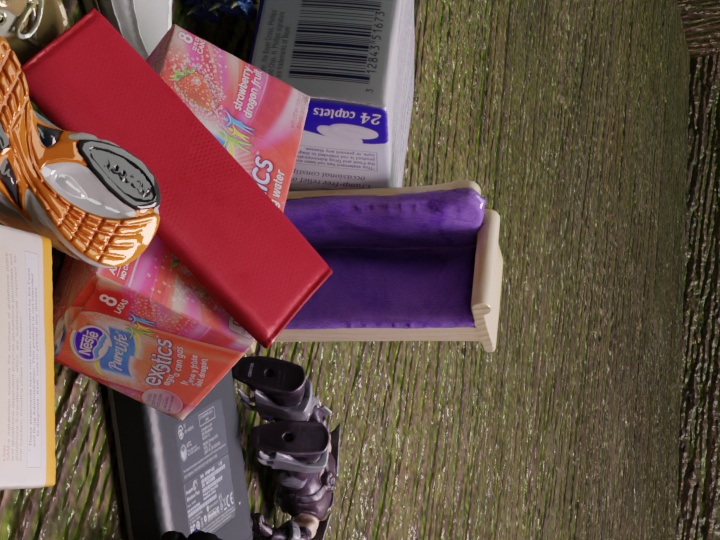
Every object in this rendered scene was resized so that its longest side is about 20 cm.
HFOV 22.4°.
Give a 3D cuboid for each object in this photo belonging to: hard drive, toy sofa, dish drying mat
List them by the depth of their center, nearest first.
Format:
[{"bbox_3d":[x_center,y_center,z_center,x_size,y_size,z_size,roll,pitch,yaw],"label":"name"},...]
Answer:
[{"bbox_3d":[-0.102,-0.051,1.001,0.200,0.018,0.077,48,45,-7],"label":"dish drying mat"},{"bbox_3d":[-0.117,0.094,1.168,0.139,0.033,0.203,-26,111,-70],"label":"hard drive"},{"bbox_3d":[0.000,0.000,1.288,0.098,0.198,0.084,71,23,-53],"label":"toy sofa"}]

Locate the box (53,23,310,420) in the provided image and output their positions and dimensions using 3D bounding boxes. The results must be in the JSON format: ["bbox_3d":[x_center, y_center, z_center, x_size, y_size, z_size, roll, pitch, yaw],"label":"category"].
[{"bbox_3d":[-0.108,-0.031,1.070,0.102,0.095,0.201,27,48,-17],"label":"box"}]

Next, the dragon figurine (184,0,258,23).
[{"bbox_3d":[-0.114,-0.248,1.221,0.200,0.058,0.100,58,32,-57],"label":"dragon figurine"}]

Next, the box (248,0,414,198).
[{"bbox_3d":[-0.018,-0.131,1.340,0.201,0.104,0.186,87,10,-55],"label":"box"}]

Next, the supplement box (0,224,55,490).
[{"bbox_3d":[-0.215,0.037,0.816,0.200,0.073,0.128,20,67,-70],"label":"supplement box"}]

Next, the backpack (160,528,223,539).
[{"bbox_3d":[-0.066,0.281,1.078,0.184,0.146,0.201,-61,153,-33],"label":"backpack"}]

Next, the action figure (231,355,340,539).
[{"bbox_3d":[-0.050,0.135,1.314,0.201,0.068,0.131,83,5,-61],"label":"action figure"}]

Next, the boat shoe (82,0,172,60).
[{"bbox_3d":[-0.137,-0.223,1.131,0.075,0.068,0.202,-30,114,-70],"label":"boat shoe"}]

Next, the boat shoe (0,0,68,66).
[{"bbox_3d":[-0.196,-0.174,0.946,0.201,0.062,0.074,62,30,-51],"label":"boat shoe"}]

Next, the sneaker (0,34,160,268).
[{"bbox_3d":[-0.198,-0.068,0.920,0.200,0.091,0.076,45,63,-32],"label":"sneaker"}]
